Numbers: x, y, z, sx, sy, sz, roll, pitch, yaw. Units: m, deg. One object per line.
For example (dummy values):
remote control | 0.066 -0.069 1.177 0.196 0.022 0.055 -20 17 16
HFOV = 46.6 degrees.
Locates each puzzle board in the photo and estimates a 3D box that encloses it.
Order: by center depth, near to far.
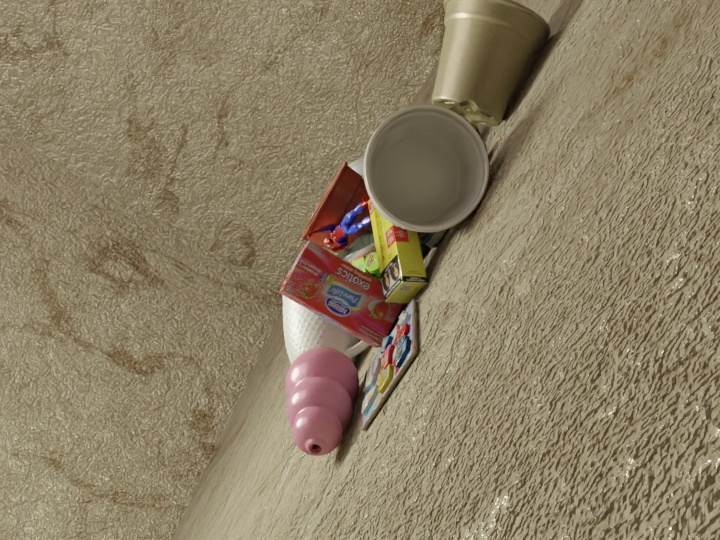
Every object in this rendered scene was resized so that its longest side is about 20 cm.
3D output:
puzzle board | 0.043 0.139 1.283 0.151 0.017 0.200 -58 7 18

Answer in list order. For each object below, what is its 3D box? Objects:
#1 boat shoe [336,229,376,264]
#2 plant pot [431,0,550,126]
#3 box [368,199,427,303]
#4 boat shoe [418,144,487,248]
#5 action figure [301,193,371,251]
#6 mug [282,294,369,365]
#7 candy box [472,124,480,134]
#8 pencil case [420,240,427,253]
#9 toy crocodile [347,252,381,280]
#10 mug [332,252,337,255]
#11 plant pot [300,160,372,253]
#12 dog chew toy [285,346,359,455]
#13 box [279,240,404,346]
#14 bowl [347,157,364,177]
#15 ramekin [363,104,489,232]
boat shoe | 0.004 -0.021 1.692 0.201 0.065 0.075 -36 22 18
plant pot | 0.217 -0.367 1.499 0.200 0.199 0.185 -167 95 -83
box | 0.061 -0.050 1.416 0.075 0.050 0.202 130 139 -52
boat shoe | 0.148 -0.141 1.439 0.201 0.072 0.072 -60 7 0
action figure | -0.041 -0.081 1.679 0.099 0.066 0.200 -29 -4 -34
mug | -0.052 0.114 1.574 0.199 0.147 0.177 -22 57 28
candy box | 0.123 -0.244 1.646 0.199 0.057 0.117 -3 38 39
pencil case | 0.113 -0.118 1.521 0.201 0.092 0.085 -58 -34 4
toy crocodile | 0.000 0.000 1.629 0.199 0.068 0.062 -20 58 17
mug | -0.045 0.051 1.913 0.153 0.186 0.149 -51 -34 3
plant pot | -0.001 -0.106 1.847 0.202 0.194 0.201 -59 6 11
dog chew toy | -0.064 0.216 1.347 0.125 0.124 0.201 -56 16 28
box | -0.032 0.042 1.448 0.100 0.199 0.095 -60 5 -8
bowl | 0.034 -0.163 1.978 0.202 0.200 0.091 -56 27 30
ramekin | 0.098 -0.156 1.348 0.201 0.199 0.105 -61 3 -8
